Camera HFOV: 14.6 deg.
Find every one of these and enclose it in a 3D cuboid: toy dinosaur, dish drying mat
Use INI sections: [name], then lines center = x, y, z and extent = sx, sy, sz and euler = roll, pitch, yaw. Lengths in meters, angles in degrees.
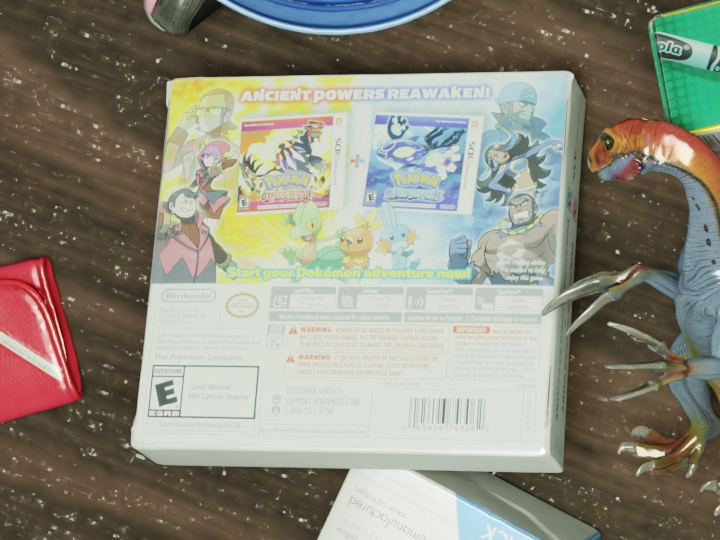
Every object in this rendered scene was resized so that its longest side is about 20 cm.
[toy dinosaur]
center = 0.153, 0.012, 1.223
extent = 0.105, 0.199, 0.182
euler = 36, 131, 44
[dish drying mat]
center = -0.239, 0.053, 1.419
extent = 0.199, 0.018, 0.077
euler = -15, 93, 17

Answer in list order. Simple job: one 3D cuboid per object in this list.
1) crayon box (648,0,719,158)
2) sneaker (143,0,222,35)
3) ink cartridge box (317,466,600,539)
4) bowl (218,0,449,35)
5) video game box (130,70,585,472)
[crayon box]
center = 0.236, -0.092, 1.210
extent = 0.199, 0.119, 0.059
euler = -13, 77, 16
[sneaker]
center = -0.014, -0.166, 1.308
extent = 0.200, 0.079, 0.095
euler = -40, 96, 17
[ink cartridge box]
center = 0.018, 0.191, 1.335
extent = 0.115, 0.068, 0.201
euler = 27, 102, 12
[bowl]
center = -0.013, -0.207, 1.244
extent = 0.199, 0.039, 0.202
euler = 0, 106, -1
[video game box]
center = 0.000, 0.000, 1.299
extent = 0.199, 0.047, 0.183
euler = 1, 75, 16
